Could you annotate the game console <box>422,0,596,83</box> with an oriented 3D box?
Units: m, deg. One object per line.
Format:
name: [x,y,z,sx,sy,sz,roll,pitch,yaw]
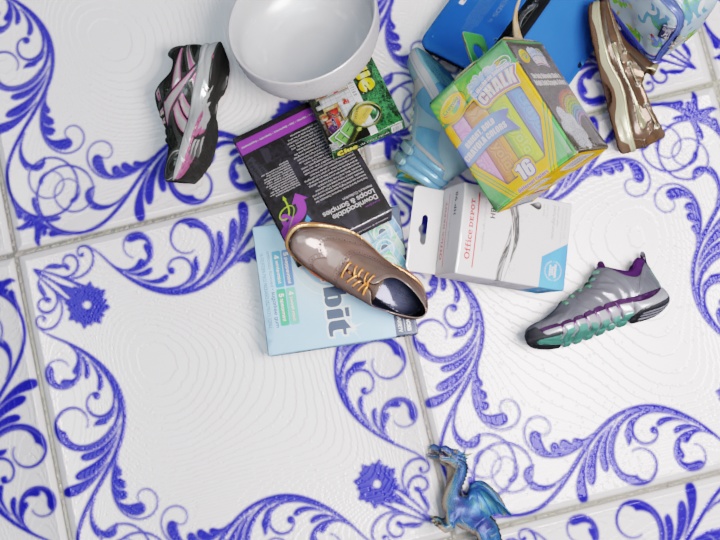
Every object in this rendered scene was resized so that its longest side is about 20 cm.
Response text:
game console: [0.213,-0.325,1.162,0.170,0.118,0.201,34,85,30]

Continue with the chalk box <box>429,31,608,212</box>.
chalk box: [0.174,-0.190,1.004,0.123,0.124,0.201,-37,78,33]

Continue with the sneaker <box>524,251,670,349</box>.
sneaker: [0.299,0.040,1.117,0.198,0.075,0.088,-16,68,-8]

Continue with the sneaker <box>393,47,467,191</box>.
sneaker: [0.080,-0.194,1.133,0.130,0.079,0.201,-42,53,29]

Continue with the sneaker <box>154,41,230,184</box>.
sneaker: [-0.239,-0.212,1.149,0.085,0.080,0.202,9,76,14]

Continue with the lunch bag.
lunch bag: [0.364,-0.379,1.105,0.082,0.161,0.201,-34,83,0]

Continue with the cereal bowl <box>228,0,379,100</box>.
cereal bowl: [-0.069,-0.303,1.106,0.197,0.083,0.202,-4,66,8]

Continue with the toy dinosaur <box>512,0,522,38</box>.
toy dinosaur: [0.215,-0.257,1.100,0.058,0.200,0.102,11,67,44]

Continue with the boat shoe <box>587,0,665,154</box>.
boat shoe: [0.356,-0.262,1.128,0.074,0.075,0.205,-14,98,19]

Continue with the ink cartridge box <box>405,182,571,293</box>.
ink cartridge box: [0.165,-0.042,1.088,0.198,0.067,0.117,9,84,-19]

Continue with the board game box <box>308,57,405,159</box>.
board game box: [-0.025,-0.250,1.135,0.104,0.024,0.201,-23,65,-3]

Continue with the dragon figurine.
dragon figurine: [0.156,0.307,1.088,0.199,0.059,0.100,37,86,6]

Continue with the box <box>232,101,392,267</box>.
box: [-0.064,-0.121,1.119,0.142,0.036,0.201,-26,68,-5]

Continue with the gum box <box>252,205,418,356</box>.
gum box: [-0.034,0.015,1.128,0.197,0.045,0.172,-9,83,1]

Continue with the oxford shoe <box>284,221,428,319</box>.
oxford shoe: [0.000,0.000,1.045,0.198,0.073,0.072,25,99,-12]
